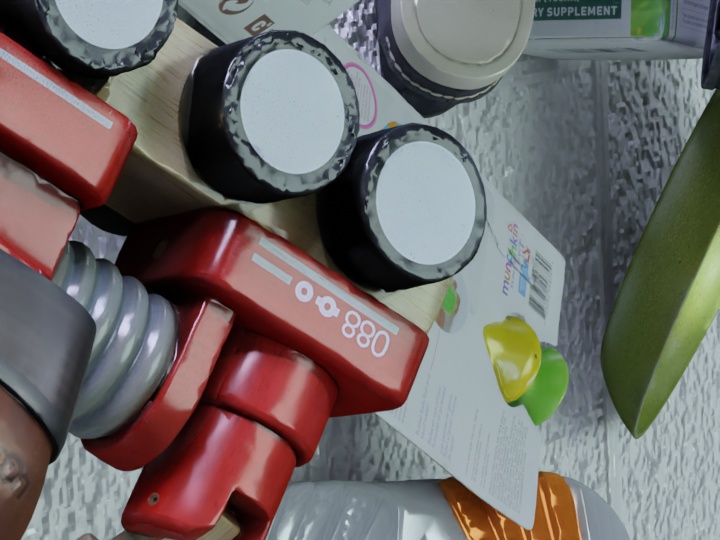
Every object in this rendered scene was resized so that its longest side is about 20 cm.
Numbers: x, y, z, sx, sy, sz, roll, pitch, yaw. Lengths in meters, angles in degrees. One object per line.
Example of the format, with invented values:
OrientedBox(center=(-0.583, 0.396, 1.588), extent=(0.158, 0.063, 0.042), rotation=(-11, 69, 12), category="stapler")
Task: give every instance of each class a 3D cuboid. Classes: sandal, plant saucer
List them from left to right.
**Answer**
OrientedBox(center=(0.018, 0.110, 1.035), extent=(0.206, 0.059, 0.079), rotation=(12, 72, -38), category="sandal")
OrientedBox(center=(0.148, -0.025, 1.201), extent=(0.200, 0.031, 0.200), rotation=(-59, 168, -20), category="plant saucer")

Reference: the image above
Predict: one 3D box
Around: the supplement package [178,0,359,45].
OrientedBox(center=(0.002, -0.176, 0.813), extent=(0.117, 0.200, 0.117), rotation=(37, 20, -55), category="supplement package")

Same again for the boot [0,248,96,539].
OrientedBox(center=(-0.170, 0.060, 0.642), extent=(0.188, 0.068, 0.200), rotation=(36, 61, -29), category="boot")

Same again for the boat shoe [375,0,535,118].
OrientedBox(center=(0.039, -0.148, 1.070), extent=(0.063, 0.072, 0.200), rotation=(128, -24, -62), category="boat shoe")

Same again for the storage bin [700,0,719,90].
OrientedBox(center=(0.191, -0.169, 1.064), extent=(0.135, 0.093, 0.201), rotation=(89, 9, -77), category="storage bin")

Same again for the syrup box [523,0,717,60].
OrientedBox(center=(0.105, -0.186, 1.138), extent=(0.081, 0.079, 0.201), rotation=(2, 90, -60), category="syrup box")

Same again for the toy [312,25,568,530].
OrientedBox(center=(0.000, 0.000, 0.989), extent=(0.200, 0.047, 0.115), rotation=(38, 51, -40), category="toy")

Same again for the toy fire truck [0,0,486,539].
OrientedBox(center=(-0.086, 0.027, 0.789), extent=(0.176, 0.129, 0.200), rotation=(34, 66, -28), category="toy fire truck")
